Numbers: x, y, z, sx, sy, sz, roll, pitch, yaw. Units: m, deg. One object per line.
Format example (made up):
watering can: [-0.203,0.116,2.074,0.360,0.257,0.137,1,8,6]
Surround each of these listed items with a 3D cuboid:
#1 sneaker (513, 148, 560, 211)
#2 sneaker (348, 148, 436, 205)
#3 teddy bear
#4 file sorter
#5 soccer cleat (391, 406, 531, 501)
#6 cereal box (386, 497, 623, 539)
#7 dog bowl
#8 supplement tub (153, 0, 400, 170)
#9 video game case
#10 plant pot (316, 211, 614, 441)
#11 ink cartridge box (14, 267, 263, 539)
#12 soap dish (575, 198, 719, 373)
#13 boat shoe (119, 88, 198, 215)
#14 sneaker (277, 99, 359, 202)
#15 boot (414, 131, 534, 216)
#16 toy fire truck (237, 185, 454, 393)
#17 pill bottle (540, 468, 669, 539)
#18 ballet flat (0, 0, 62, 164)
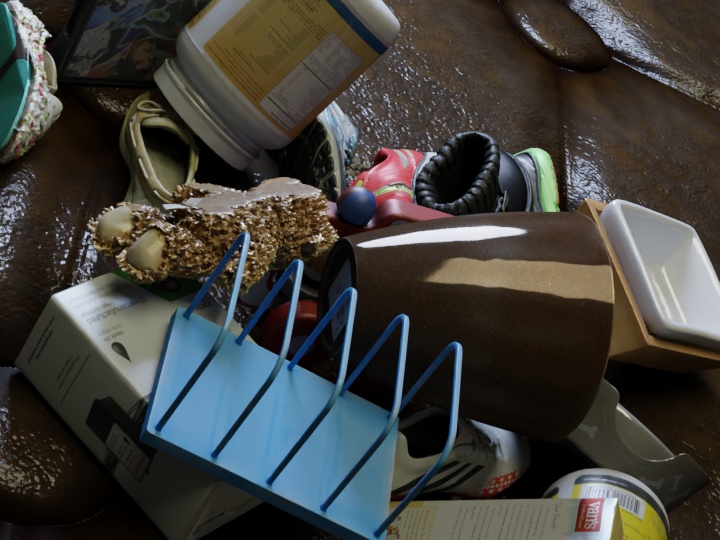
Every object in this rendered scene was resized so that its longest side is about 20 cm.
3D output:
sneaker: [0.162,-0.032,1.948,0.083,0.077,0.201,-8,50,4]
sneaker: [0.024,-0.055,1.863,0.084,0.078,0.200,13,30,4]
teddy bear: [-0.117,-0.024,1.544,0.144,0.067,0.199,17,23,34]
file sorter: [-0.038,0.084,1.436,0.199,0.123,0.139,27,36,-14]
soccer cleat: [0.078,0.148,1.630,0.199,0.085,0.069,-1,47,-40]
cereal box: [0.094,0.231,1.484,0.198,0.040,0.144,-2,31,17]
dog bowl: [0.210,0.138,1.697,0.200,0.059,0.200,41,-1,1]
supplement tub: [-0.078,-0.204,1.792,0.145,0.200,0.145,46,8,-9]
video game case: [-0.173,-0.246,1.816,0.199,0.181,0.026,-2,46,-41]
plant pot: [0.073,0.033,1.562,0.198,0.188,0.188,8,41,-20]
ink cartridge box: [-0.145,0.096,1.512,0.200,0.083,0.146,46,36,15]
soap dish: [0.280,0.021,1.900,0.199,0.081,0.159,13,51,-54]
boat shoe: [-0.176,-0.104,1.746,0.073,0.063,0.202,22,36,-17]
sneaker: [-0.032,-0.119,1.875,0.086,0.078,0.201,16,39,-34]
boot: [0.110,-0.079,1.842,0.079,0.159,0.212,-6,44,15]
toy fire truck: [0.000,0.000,1.672,0.198,0.168,0.113,17,37,-23]
pill bottle: [0.181,0.260,1.554,0.114,0.115,0.200,31,35,-5]
ballet flat: [-0.292,-0.163,1.719,0.064,0.076,0.201,29,35,-35]
